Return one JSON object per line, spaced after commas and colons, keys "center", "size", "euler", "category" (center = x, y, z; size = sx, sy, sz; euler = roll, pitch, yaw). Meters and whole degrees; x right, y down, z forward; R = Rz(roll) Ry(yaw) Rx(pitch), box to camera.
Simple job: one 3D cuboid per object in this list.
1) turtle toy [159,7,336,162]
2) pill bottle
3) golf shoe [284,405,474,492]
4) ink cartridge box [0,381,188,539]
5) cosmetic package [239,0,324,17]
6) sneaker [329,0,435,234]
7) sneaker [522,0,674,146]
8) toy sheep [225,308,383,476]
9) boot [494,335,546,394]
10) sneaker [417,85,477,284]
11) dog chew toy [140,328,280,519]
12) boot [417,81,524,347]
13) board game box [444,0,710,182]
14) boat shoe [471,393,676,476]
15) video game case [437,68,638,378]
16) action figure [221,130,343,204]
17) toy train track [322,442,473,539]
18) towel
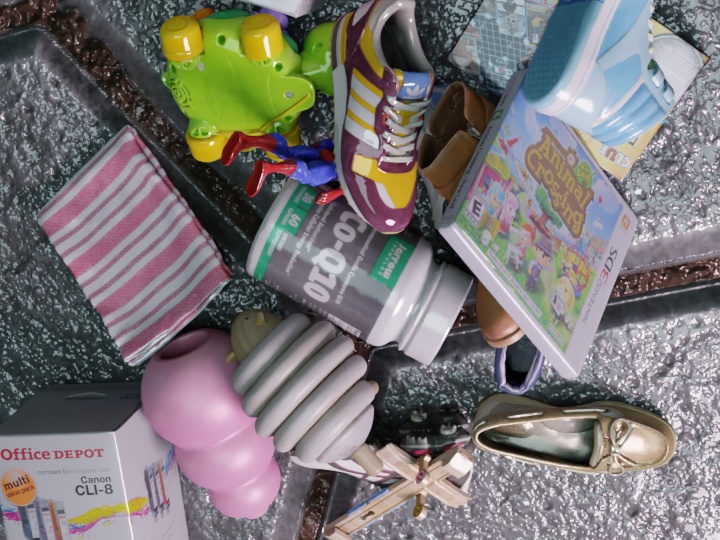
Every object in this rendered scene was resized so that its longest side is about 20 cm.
{"center": [-0.090, -0.185, 1.080], "size": [0.196, 0.102, 0.147], "euler": [0, 131, 11], "category": "turtle toy"}
{"center": [0.000, 0.000, 1.109], "size": [0.198, 0.113, 0.114], "euler": [28, 108, 2], "category": "pill bottle"}
{"center": [0.017, 0.193, 1.181], "size": [0.196, 0.077, 0.089], "euler": [-2, 114, 13], "category": "golf shoe"}
{"center": [-0.277, 0.232, 1.209], "size": [0.143, 0.145, 0.204], "euler": [-4, 103, 12], "category": "ink cartridge box"}
{"center": [-0.129, -0.292, 1.062], "size": [0.197, 0.102, 0.075], "euler": [19, 109, 7], "category": "cosmetic package"}
{"center": [0.024, -0.134, 1.011], "size": [0.090, 0.074, 0.204], "euler": [-8, 92, 55], "category": "sneaker"}
{"center": [0.232, -0.201, 1.001], "size": [0.130, 0.079, 0.202], "euler": [29, 89, -26], "category": "sneaker"}
{"center": [-0.047, 0.113, 1.100], "size": [0.200, 0.138, 0.138], "euler": [42, 109, 7], "category": "toy sheep"}
{"center": [0.170, 0.014, 1.091], "size": [0.072, 0.090, 0.203], "euler": [11, 106, 8], "category": "boot"}
{"center": [0.094, -0.078, 1.097], "size": [0.072, 0.072, 0.202], "euler": [-28, 109, -16], "category": "sneaker"}
{"center": [-0.142, 0.163, 1.181], "size": [0.123, 0.125, 0.203], "euler": [-15, 109, 14], "category": "dog chew toy"}
{"center": [0.103, -0.049, 1.018], "size": [0.073, 0.203, 0.154], "euler": [-10, 148, 38], "category": "boot"}
{"center": [0.195, -0.194, 1.060], "size": [0.199, 0.035, 0.136], "euler": [35, 108, 0], "category": "board game box"}
{"center": [0.208, 0.165, 1.139], "size": [0.197, 0.063, 0.074], "euler": [10, 107, 8], "category": "boat shoe"}
{"center": [0.161, -0.040, 1.011], "size": [0.022, 0.183, 0.200], "euler": [-9, 134, 46], "category": "video game case"}
{"center": [-0.039, -0.095, 1.058], "size": [0.065, 0.198, 0.052], "euler": [45, 122, 29], "category": "action figure"}
{"center": [0.034, 0.233, 1.157], "size": [0.114, 0.033, 0.199], "euler": [35, 127, -24], "category": "toy train track"}
{"center": [-0.230, -0.026, 1.160], "size": [0.146, 0.030, 0.201], "euler": [-40, 76, 16], "category": "towel"}
